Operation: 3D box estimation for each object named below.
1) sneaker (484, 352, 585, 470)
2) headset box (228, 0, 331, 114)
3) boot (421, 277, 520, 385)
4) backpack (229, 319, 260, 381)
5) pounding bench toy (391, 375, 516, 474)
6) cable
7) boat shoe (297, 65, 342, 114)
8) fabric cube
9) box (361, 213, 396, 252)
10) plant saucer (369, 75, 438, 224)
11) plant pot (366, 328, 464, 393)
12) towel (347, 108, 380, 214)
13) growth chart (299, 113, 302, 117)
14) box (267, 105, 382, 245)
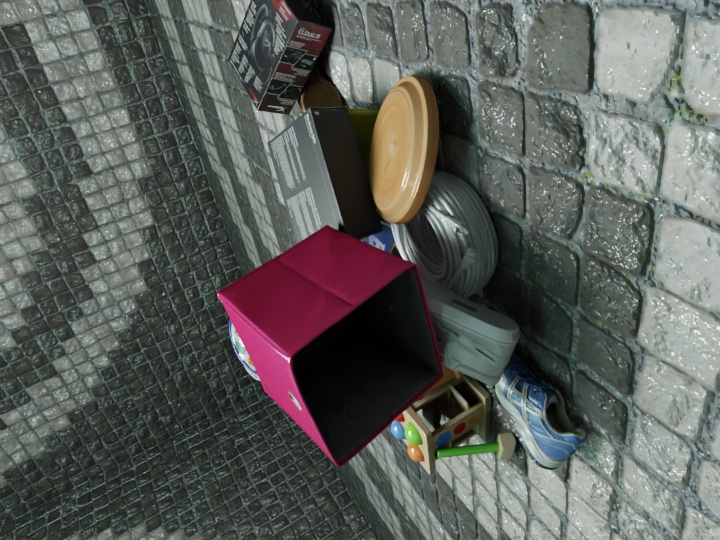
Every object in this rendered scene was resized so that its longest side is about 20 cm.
[{"bbox_3d":[0.238,0.170,0.751,0.201,0.075,0.077,58,137,21],"label":"sneaker"},{"bbox_3d":[-0.144,-0.406,0.942,0.200,0.077,0.150,-52,59,37],"label":"headset box"},{"bbox_3d":[0.111,0.081,0.731,0.199,0.073,0.097,27,114,29],"label":"boot"},{"bbox_3d":[-0.150,0.119,1.023,0.201,0.189,0.154,57,171,21],"label":"backpack"},{"bbox_3d":[0.153,0.279,0.942,0.200,0.155,0.125,45,154,45],"label":"pounding bench toy"},{"bbox_3d":[0.116,-0.052,0.788,0.201,0.069,0.201,55,159,30],"label":"cable"},{"bbox_3d":[-0.085,-0.320,1.010,0.201,0.072,0.072,59,171,23],"label":"boat shoe"},{"bbox_3d":[-0.038,0.088,0.717,0.199,0.199,0.198,27,144,47],"label":"fabric cube"},{"bbox_3d":[0.000,0.000,0.919,0.070,0.064,0.202,-112,43,-75],"label":"box"},{"bbox_3d":[0.052,-0.167,0.748,0.200,0.032,0.203,-177,90,-72],"label":"plant saucer"},{"bbox_3d":[0.079,0.129,0.905,0.200,0.140,0.200,48,173,8],"label":"plant pot"},{"bbox_3d":[0.003,-0.168,0.893,0.018,0.085,0.202,-87,-1,-54],"label":"towel"},{"bbox_3d":[-0.076,-0.236,1.024,0.145,0.018,0.200,54,-177,-20],"label":"growth chart"},{"bbox_3d":[-0.059,-0.136,0.849,0.141,0.078,0.202,-16,90,54],"label":"box"}]
